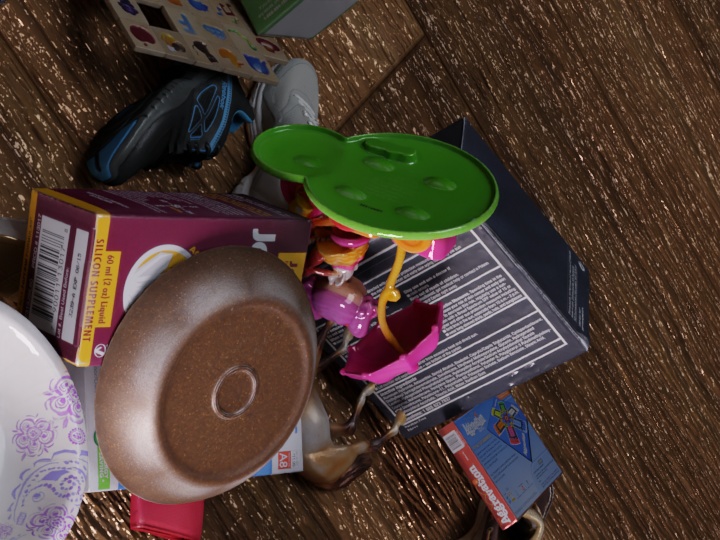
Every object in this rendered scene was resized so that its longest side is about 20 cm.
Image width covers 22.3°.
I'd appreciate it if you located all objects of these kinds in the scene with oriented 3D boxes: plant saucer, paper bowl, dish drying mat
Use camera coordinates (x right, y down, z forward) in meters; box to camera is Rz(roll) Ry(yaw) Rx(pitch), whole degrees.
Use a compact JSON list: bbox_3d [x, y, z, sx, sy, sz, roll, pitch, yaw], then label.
[{"bbox_3d":[-0.100,0.082,1.315,0.200,0.037,0.201,-20,121,-36],"label":"plant saucer"},{"bbox_3d":[-0.288,0.118,1.208,0.200,0.104,0.202,22,60,-44],"label":"paper bowl"},{"bbox_3d":[-0.151,0.113,1.443,0.077,0.018,0.201,22,58,-43],"label":"dish drying mat"}]

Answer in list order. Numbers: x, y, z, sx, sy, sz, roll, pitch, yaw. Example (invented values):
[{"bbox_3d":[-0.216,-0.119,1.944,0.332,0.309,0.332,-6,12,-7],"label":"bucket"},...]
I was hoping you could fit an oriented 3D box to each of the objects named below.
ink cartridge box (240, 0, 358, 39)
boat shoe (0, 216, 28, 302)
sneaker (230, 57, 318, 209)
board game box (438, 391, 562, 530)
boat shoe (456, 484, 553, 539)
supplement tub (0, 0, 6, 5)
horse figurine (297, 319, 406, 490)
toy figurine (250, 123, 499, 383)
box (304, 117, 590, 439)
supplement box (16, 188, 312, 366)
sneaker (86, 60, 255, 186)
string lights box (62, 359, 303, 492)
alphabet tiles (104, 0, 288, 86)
[{"bbox_3d":[-0.062,-0.325,1.590,0.087,0.145,0.201,-5,65,-54],"label":"ink cartridge box"},{"bbox_3d":[-0.217,-0.011,1.380,0.200,0.071,0.070,23,50,-45],"label":"boat shoe"},{"bbox_3d":[-0.051,-0.106,1.592,0.076,0.092,0.201,35,50,-37],"label":"sneaker"},{"bbox_3d":[0.130,0.166,1.657,0.103,0.019,0.200,58,18,5],"label":"board game box"},{"bbox_3d":[0.143,0.243,1.695,0.200,0.072,0.072,-37,105,-51],"label":"boat shoe"},{"bbox_3d":[-0.294,-0.249,1.336,0.123,0.122,0.200,55,41,-19],"label":"supplement tub"},{"bbox_3d":[-0.036,0.119,1.530,0.132,0.050,0.200,-42,128,-24],"label":"horse figurine"},{"bbox_3d":[0.000,0.000,1.438,0.150,0.199,0.185,-49,152,-52],"label":"toy figurine"},{"bbox_3d":[0.065,0.008,1.581,0.198,0.200,0.123,48,28,-27],"label":"box"},{"bbox_3d":[-0.142,0.003,1.329,0.200,0.085,0.111,-1,105,-44],"label":"supplement box"},{"bbox_3d":[-0.148,-0.116,1.494,0.082,0.073,0.200,57,41,-15],"label":"sneaker"},{"bbox_3d":[-0.139,0.109,1.382,0.199,0.059,0.103,-1,87,-41],"label":"string lights box"},{"bbox_3d":[-0.150,-0.225,1.532,0.200,0.008,0.167,9,42,-49],"label":"alphabet tiles"}]
